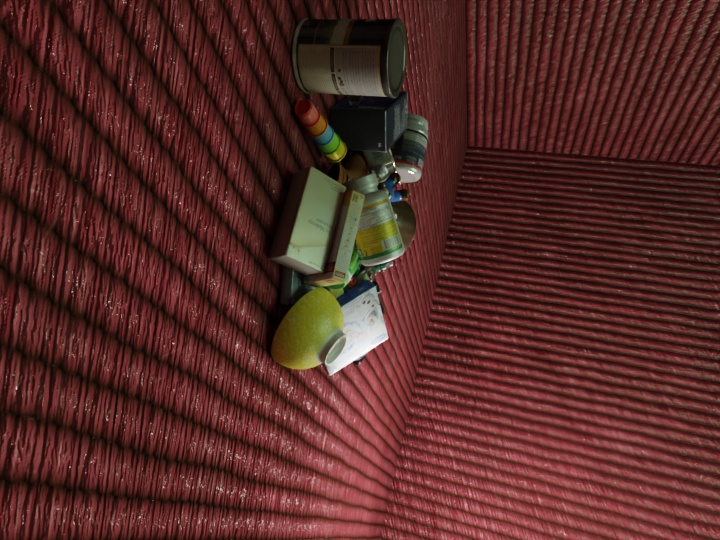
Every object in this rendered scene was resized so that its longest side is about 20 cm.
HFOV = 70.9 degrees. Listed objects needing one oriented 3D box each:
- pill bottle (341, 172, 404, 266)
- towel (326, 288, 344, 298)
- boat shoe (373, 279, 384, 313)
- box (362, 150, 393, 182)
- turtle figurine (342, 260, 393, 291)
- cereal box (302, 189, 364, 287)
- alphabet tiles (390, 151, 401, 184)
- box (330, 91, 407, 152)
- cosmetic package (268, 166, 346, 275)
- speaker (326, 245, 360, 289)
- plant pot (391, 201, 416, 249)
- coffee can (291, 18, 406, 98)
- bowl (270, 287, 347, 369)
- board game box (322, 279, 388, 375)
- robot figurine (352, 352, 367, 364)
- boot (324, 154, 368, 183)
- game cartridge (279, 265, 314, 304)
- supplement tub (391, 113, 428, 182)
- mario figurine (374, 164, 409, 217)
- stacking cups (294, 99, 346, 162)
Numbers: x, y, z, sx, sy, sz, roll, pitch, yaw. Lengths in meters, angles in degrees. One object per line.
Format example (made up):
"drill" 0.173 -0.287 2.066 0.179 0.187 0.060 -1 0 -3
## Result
"pill bottle" 0.025 -0.122 1.192 0.113 0.112 0.201 -42 116 -64
"towel" -0.086 0.114 1.406 0.200 0.023 0.144 -58 153 -53
"boat shoe" 0.026 0.050 1.513 0.201 0.060 0.074 63 20 -3
"box" 0.051 -0.312 1.447 0.200 0.068 0.082 3 66 -85
"turtle figurine" 0.000 0.000 1.373 0.200 0.101 0.150 -33 157 -23
"cereal box" -0.060 -0.066 1.109 0.039 0.144 0.201 21 73 -28
"alphabet tiles" 0.080 -0.361 1.524 0.200 0.015 0.196 60 7 -57
"box" 0.027 -0.389 1.300 0.200 0.147 0.105 -58 152 -53
"cosmetic package" -0.110 -0.102 1.062 0.103 0.073 0.201 24 70 -35
"speaker" -0.039 -0.049 1.254 0.089 0.088 0.200 82 24 -45
"plant pot" 0.033 -0.145 1.446 0.200 0.186 0.188 15 84 -57
"coffee can" -0.020 -0.434 1.033 0.146 0.199 0.147 9 90 -74
"bowl" -0.095 0.150 1.135 0.200 0.107 0.200 -46 156 -27
"board game box" -0.032 0.153 1.339 0.200 0.043 0.200 -30 130 -18
"robot figurine" -0.009 0.186 1.515 0.125 0.150 0.200 -42 -178 27
"boot" -0.041 -0.240 1.290 0.155 0.073 0.201 52 48 -64
"game cartridge" -0.130 -0.003 1.180 0.200 0.040 0.134 -22 123 -71
"supplement tub" 0.152 -0.413 1.713 0.140 0.140 0.201 33 67 -72
"mario figurine" 0.068 -0.202 1.318 0.200 0.123 0.106 -35 151 -51
"stacking cups" -0.088 -0.305 1.120 0.200 0.060 0.061 35 65 -70
